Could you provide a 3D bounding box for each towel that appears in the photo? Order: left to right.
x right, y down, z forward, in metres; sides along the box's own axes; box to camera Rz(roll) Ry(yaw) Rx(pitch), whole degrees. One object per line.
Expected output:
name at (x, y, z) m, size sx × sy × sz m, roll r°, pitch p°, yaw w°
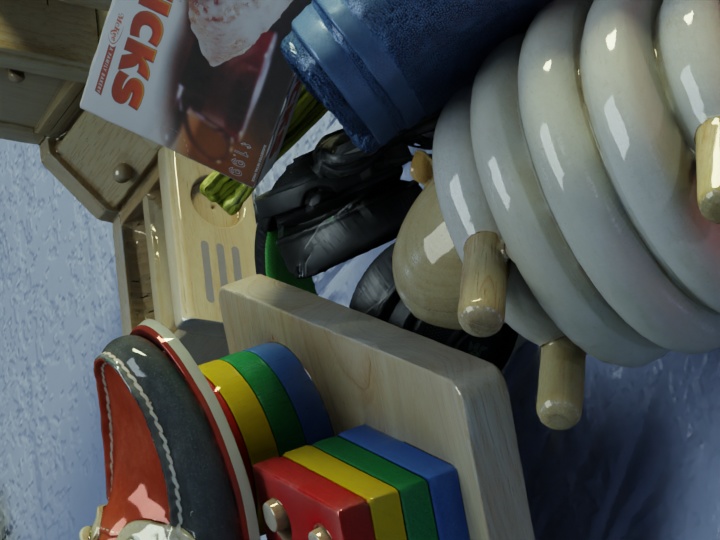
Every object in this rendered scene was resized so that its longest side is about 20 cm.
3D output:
towel at (-0.004, -0.081, 0.989) m, size 0.086 × 0.018 × 0.200 m, roll -43°, pitch 4°, yaw 22°
towel at (0.063, -0.118, 0.825) m, size 0.049 × 0.200 × 0.112 m, roll 55°, pitch -179°, yaw 8°

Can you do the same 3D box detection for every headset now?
headset at (0.000, 0.000, 0.976) m, size 0.124 × 0.094 × 0.200 m, roll 53°, pitch 147°, yaw 21°

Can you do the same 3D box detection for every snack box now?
snack box at (-0.035, -0.129, 0.849) m, size 0.201 × 0.072 × 0.024 m, roll -69°, pitch -9°, yaw 28°

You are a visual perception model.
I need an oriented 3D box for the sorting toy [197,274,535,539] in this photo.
sorting toy at (-0.009, 0.121, 0.933) m, size 0.199 × 0.069 × 0.201 m, roll 19°, pitch 124°, yaw 61°

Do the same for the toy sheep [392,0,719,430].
toy sheep at (0.096, -0.032, 0.811) m, size 0.199 × 0.138 × 0.138 m, roll -22°, pitch 59°, yaw 25°

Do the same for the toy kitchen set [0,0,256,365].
toy kitchen set at (-0.137, -0.065, 1.163) m, size 0.163 × 0.199 × 0.181 m, roll -46°, pitch 44°, yaw 47°

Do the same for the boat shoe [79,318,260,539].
boat shoe at (-0.071, 0.119, 0.906) m, size 0.071 × 0.062 × 0.201 m, roll 19°, pitch 122°, yaw 63°
